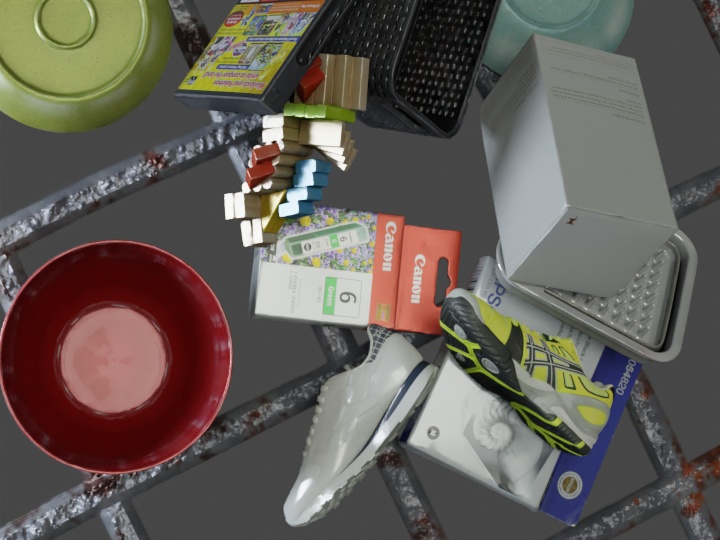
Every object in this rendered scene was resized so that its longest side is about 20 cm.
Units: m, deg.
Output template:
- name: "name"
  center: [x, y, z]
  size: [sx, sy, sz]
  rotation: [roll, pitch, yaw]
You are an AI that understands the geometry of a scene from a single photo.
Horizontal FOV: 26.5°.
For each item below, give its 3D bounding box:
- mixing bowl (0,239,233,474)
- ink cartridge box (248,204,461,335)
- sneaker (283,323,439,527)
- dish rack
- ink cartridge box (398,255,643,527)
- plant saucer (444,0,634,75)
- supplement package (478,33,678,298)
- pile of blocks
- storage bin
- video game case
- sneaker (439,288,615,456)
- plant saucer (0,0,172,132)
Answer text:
- name: "mixing bowl"
  center: [-0.217, 0.077, 1.352]
  size: [0.199, 0.108, 0.202]
  rotation: [1, 86, -11]
- name: "ink cartridge box"
  center: [0.000, 0.000, 1.430]
  size: [0.199, 0.050, 0.110]
  rotation: [7, 84, -10]
- name: "sneaker"
  center: [-0.014, 0.145, 1.401]
  size: [0.080, 0.076, 0.200]
  rotation: [38, 93, 8]
- name: "dish rack"
  center: [0.219, -0.005, 1.450]
  size: [0.199, 0.044, 0.172]
  rotation: [28, 49, -7]
- name: "ink cartridge box"
  center: [0.164, 0.117, 1.451]
  size: [0.199, 0.041, 0.201]
  rotation: [26, 80, -11]
- name: "plant saucer"
  center: [0.181, -0.284, 1.496]
  size: [0.200, 0.039, 0.203]
  rotation: [1, 85, -11]
- name: "supplement package"
  center: [0.194, -0.095, 1.393]
  size: [0.116, 0.117, 0.201]
  rotation: [11, 52, -22]
- name: "pile of blocks"
  center: [-0.059, -0.103, 1.333]
  size: [0.082, 0.062, 0.201]
  rotation: [35, 108, 30]
- name: "storage bin"
  center: [0.049, -0.236, 1.405]
  size: [0.093, 0.135, 0.201]
  rotation: [14, 81, 34]
- name: "video game case"
  center: [-0.074, -0.220, 1.363]
  size: [0.025, 0.200, 0.181]
  rotation: [39, 79, -27]
- name: "sneaker"
  center: [0.151, 0.082, 1.398]
  size: [0.200, 0.075, 0.077]
  rotation: [45, 70, -18]
- name: "plant saucer"
  center: [-0.272, -0.229, 1.408]
  size: [0.199, 0.031, 0.202]
  rotation: [1, 85, -12]
